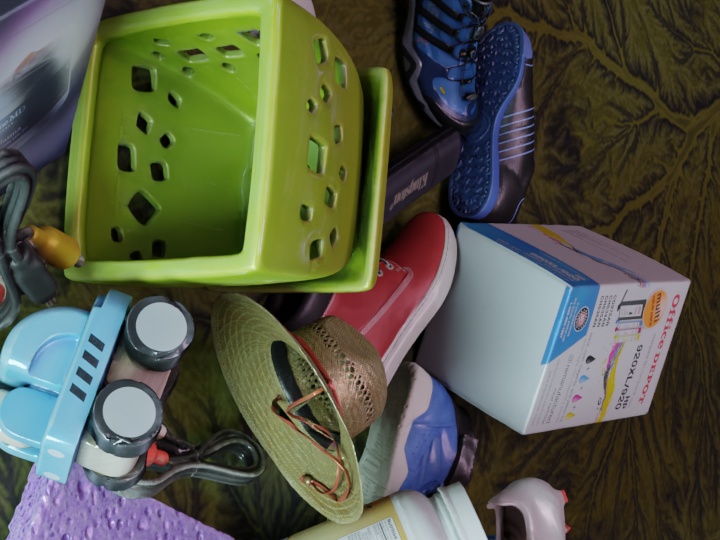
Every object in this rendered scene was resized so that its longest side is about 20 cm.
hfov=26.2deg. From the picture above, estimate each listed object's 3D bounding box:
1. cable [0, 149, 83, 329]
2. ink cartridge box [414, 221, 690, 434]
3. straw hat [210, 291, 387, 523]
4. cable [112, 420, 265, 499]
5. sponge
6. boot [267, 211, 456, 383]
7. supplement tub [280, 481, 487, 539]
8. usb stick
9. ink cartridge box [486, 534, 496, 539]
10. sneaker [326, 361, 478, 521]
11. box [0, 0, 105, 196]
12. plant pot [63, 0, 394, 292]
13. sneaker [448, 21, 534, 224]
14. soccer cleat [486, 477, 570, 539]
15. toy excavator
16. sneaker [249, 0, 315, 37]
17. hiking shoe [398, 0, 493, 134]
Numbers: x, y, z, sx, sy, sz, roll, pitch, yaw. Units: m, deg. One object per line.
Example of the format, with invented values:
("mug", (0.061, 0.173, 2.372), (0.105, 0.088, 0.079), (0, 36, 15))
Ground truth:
("cable", (-0.240, -0.019, 1.013), (0.097, 0.051, 0.201), (-31, 156, -11))
("ink cartridge box", (0.182, 0.049, 1.445), (0.199, 0.144, 0.149), (-2, 114, -47))
("straw hat", (-0.027, 0.088, 1.206), (0.085, 0.200, 0.203), (-29, 111, -25))
("cable", (-0.136, 0.136, 1.182), (0.199, 0.050, 0.098), (19, 30, -41))
("sponge", (-0.181, 0.223, 1.166), (0.200, 0.030, 0.113), (36, 64, -41))
("boot", (0.000, 0.000, 1.339), (0.144, 0.072, 0.201), (49, 59, -32))
("supplement tub", (0.011, 0.262, 1.228), (0.198, 0.144, 0.146), (-21, 108, -4))
("usb stick", (0.035, -0.077, 1.370), (0.200, 0.032, 0.056), (-37, 152, -53))
("ink cartridge box", (0.064, 0.325, 1.340), (0.200, 0.144, 0.084), (-47, 120, -37))
("sneaker", (0.045, 0.194, 1.373), (0.111, 0.076, 0.202), (38, 55, -29))
("box", (-0.269, -0.122, 0.940), (0.123, 0.199, 0.200), (40, 51, 10))
("plant pot", (-0.087, -0.079, 1.162), (0.181, 0.198, 0.202), (14, 78, -51))
("sneaker", (0.135, -0.134, 1.493), (0.078, 0.070, 0.202), (26, 73, -52))
("soccer cleat", (0.150, 0.275, 1.287), (0.077, 0.069, 0.203), (-9, 84, -40))
("toy excavator", (-0.233, 0.089, 1.045), (0.198, 0.100, 0.196), (20, 62, -5))
("sneaker", (-0.043, -0.146, 1.289), (0.075, 0.080, 0.203), (-8, 93, -44))
("hiking shoe", (0.083, -0.223, 1.418), (0.074, 0.086, 0.202), (-26, 108, -44))
